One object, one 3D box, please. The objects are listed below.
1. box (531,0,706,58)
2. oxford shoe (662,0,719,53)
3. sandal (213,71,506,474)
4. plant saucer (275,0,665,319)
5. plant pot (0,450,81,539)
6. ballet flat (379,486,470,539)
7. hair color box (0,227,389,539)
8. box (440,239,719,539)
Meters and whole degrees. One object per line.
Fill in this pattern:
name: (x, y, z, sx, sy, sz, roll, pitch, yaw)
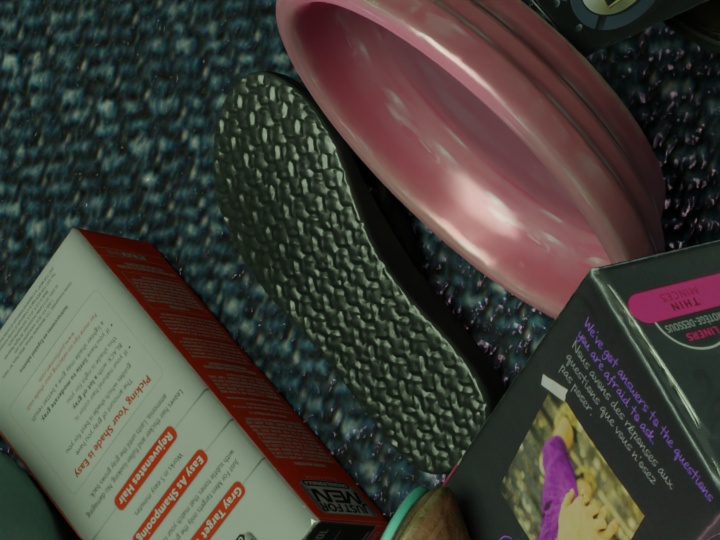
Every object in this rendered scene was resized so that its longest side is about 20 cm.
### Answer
box: (0.082, -0.216, 1.153, 0.086, 0.164, 0.201, -24, 39, 30)
oxford shoe: (0.181, -0.123, 1.157, 0.199, 0.085, 0.073, 25, 56, 34)
sandal: (0.000, 0.001, 1.305, 0.075, 0.048, 0.201, -39, 77, 31)
plant saucer: (0.053, -0.060, 1.198, 0.200, 0.201, 0.051, 36, 75, 33)
plant pot: (-0.206, 0.156, 1.364, 0.199, 0.134, 0.202, 1, 92, 36)
ballet flat: (0.010, 0.182, 1.127, 0.072, 0.068, 0.201, 32, 104, 20)
hair color box: (-0.088, 0.083, 1.341, 0.102, 0.061, 0.200, -52, 58, 18)
box: (0.118, 0.083, 1.115, 0.106, 0.122, 0.200, 61, 145, 24)
